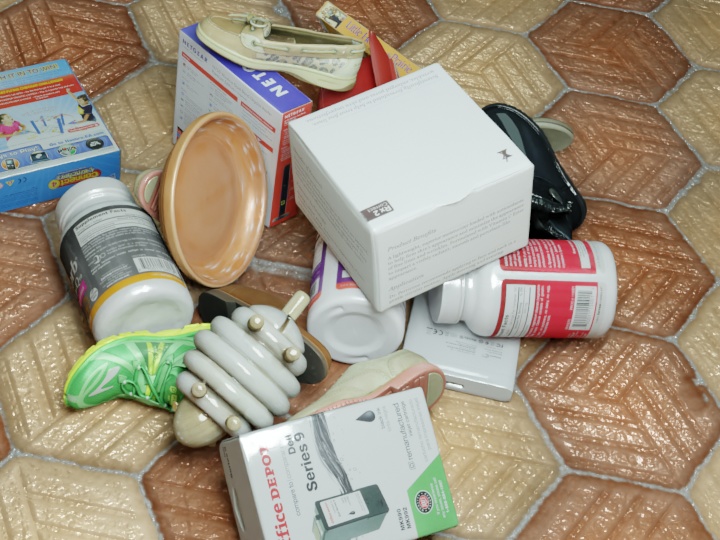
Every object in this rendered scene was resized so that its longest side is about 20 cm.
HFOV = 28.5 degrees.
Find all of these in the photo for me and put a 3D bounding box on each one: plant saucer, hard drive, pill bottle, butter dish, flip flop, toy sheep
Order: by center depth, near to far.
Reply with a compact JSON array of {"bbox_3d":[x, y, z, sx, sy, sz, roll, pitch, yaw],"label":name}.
[{"bbox_3d":[-0.118,0.101,1.456,0.200,0.138,0.138,-45,62,-10],"label":"toy sheep"},{"bbox_3d":[-0.272,-0.006,1.593,0.116,0.117,0.200,-13,48,-22],"label":"pill bottle"},{"bbox_3d":[0.182,0.020,1.610,0.199,0.113,0.113,2,45,-9],"label":"pill bottle"},{"bbox_3d":[-0.172,-0.082,1.619,0.037,0.201,0.200,4,40,27],"label":"plant saucer"},{"bbox_3d":[0.000,0.000,1.636,0.111,0.112,0.201,8,45,-2],"label":"pill bottle"},{"bbox_3d":[0.124,0.059,1.658,0.131,0.027,0.200,13,45,3],"label":"hard drive"},{"bbox_3d":[-0.004,-0.160,1.771,0.147,0.200,0.200,-16,47,9],"label":"butter dish"},{"bbox_3d":[0.185,-0.152,1.851,0.199,0.081,0.058,-10,65,-17],"label":"flip flop"}]

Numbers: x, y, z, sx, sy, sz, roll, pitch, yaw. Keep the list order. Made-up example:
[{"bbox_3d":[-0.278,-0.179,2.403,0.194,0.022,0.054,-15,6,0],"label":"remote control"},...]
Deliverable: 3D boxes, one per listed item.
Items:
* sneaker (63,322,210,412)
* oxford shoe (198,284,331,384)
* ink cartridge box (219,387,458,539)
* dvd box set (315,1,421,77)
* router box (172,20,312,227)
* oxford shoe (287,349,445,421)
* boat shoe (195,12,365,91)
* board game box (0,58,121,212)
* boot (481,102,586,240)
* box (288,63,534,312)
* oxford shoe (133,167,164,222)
[{"bbox_3d":[-0.219,0.110,1.514,0.199,0.074,0.084,-14,45,-22],"label":"sneaker"},{"bbox_3d":[-0.093,0.060,1.571,0.071,0.072,0.200,-24,40,-36],"label":"oxford shoe"},{"bbox_3d":[-0.022,0.212,1.398,0.199,0.084,0.147,-13,83,-21],"label":"ink cartridge box"},{"bbox_3d":[0.036,-0.266,1.892,0.200,0.146,0.029,40,85,27],"label":"dvd box set"},{"bbox_3d":[-0.149,-0.181,1.742,0.049,0.180,0.200,-28,56,-34],"label":"router box"},{"bbox_3d":[-0.009,0.145,1.518,0.199,0.071,0.074,-21,36,-24],"label":"oxford shoe"},{"bbox_3d":[-0.094,-0.272,1.676,0.199,0.063,0.073,14,33,-11],"label":"boat shoe"},{"bbox_3d":[-0.428,-0.168,1.769,0.199,0.056,0.196,-16,50,-24],"label":"board game box"},{"bbox_3d":[0.199,-0.110,1.726,0.200,0.076,0.168,52,22,-2],"label":"boot"},{"bbox_3d":[0.053,-0.094,1.548,0.198,0.131,0.200,-23,51,-18],"label":"box"},{"bbox_3d":[-0.215,-0.086,1.668,0.074,0.071,0.200,26,2,27],"label":"oxford shoe"}]
